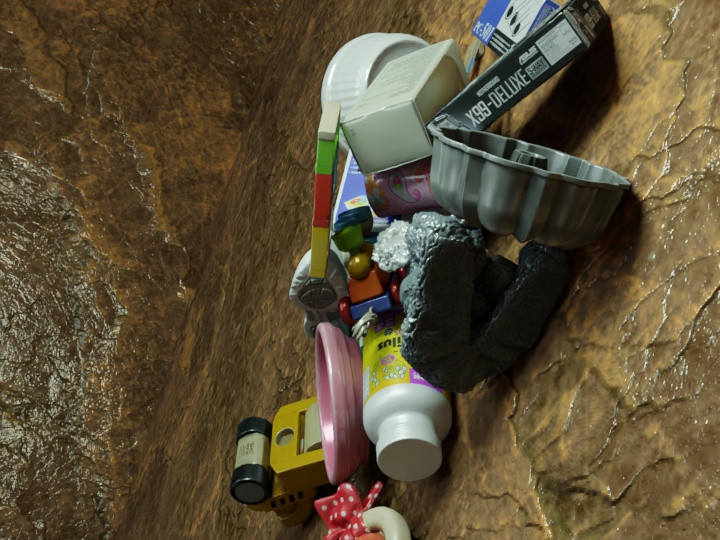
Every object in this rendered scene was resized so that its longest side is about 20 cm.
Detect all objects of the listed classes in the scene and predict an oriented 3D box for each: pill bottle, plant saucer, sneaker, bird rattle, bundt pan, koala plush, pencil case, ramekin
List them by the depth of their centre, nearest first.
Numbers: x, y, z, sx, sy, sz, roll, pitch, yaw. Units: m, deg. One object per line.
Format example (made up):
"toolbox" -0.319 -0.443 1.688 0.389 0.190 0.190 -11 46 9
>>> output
"bundt pan" 0.156 -0.077 0.934 0.202 0.198 0.077 -123 46 -68
"koala plush" 0.098 0.009 1.041 0.201 0.174 0.187 -117 41 -62
"bird rattle" 0.007 0.336 1.105 0.162 0.112 0.202 -26 31 48
"pill bottle" 0.054 0.140 1.115 0.105 0.103 0.202 -55 23 35
"pencil case" 0.099 -0.113 1.151 0.197 0.087 0.089 -2 61 31
"plant saucer" -0.023 0.167 1.220 0.200 0.050 0.205 176 90 -83
"sneaker" -0.051 0.014 1.285 0.201 0.076 0.101 90 -176 -59
"ramekin" 0.049 -0.261 1.450 0.105 0.198 0.204 8 76 61

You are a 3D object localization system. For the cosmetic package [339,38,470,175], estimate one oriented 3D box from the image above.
"cosmetic package" 0.060 -0.201 1.167 0.104 0.072 0.201 -13 27 30

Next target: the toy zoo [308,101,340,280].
"toy zoo" -0.042 -0.082 1.121 0.132 0.020 0.204 -85 0 -67

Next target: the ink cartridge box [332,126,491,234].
"ink cartridge box" 0.074 -0.130 1.262 0.047 0.194 0.203 60 -141 -53

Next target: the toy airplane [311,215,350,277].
"toy airplane" -0.011 -0.042 1.449 0.201 0.139 0.201 106 -176 -52

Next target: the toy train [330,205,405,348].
"toy train" 0.000 0.000 1.115 0.083 0.118 0.200 -19 13 14

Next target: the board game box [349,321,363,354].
"board game box" 0.005 0.107 1.303 0.135 0.028 0.204 -121 34 -68

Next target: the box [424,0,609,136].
"box" 0.178 -0.225 1.077 0.199 0.050 0.158 -37 6 33

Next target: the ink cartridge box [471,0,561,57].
"ink cartridge box" 0.211 -0.331 1.285 0.095 0.044 0.201 -60 19 19

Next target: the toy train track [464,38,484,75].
"toy train track" 0.152 -0.253 1.397 0.115 0.032 0.203 -38 28 57

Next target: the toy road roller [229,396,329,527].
"toy road roller" -0.087 0.284 1.391 0.197 0.147 0.124 -20 36 15
